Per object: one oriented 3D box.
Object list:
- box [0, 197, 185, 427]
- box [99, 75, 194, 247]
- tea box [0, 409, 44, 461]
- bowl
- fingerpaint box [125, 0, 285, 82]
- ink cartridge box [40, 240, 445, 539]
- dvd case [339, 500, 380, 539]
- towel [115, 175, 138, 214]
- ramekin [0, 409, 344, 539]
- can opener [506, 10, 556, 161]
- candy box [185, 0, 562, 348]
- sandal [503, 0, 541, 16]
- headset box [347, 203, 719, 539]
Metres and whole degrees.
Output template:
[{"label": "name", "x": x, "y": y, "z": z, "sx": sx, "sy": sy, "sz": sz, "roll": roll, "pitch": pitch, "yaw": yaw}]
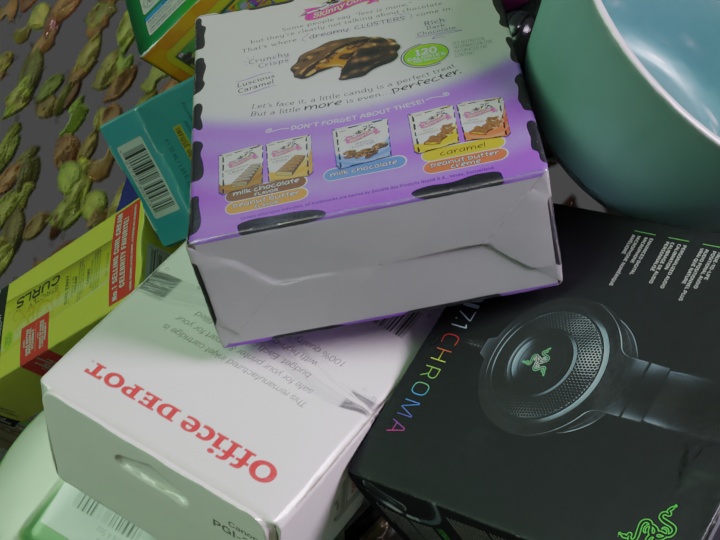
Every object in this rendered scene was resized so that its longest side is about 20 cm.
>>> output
[{"label": "box", "x": -0.180, "y": 0.029, "z": 0.976, "sx": 0.200, "sy": 0.050, "sz": 0.076, "roll": -27, "pitch": 51, "yaw": 38}, {"label": "box", "x": -0.053, "y": -0.097, "z": 0.933, "sx": 0.200, "sy": 0.082, "sz": 0.049, "roll": -35, "pitch": 11, "yaw": -35}, {"label": "tea box", "x": -0.336, "y": 0.128, "z": 1.134, "sx": 0.197, "sy": 0.200, "sz": 0.134, "roll": 32, "pitch": 90, "yaw": 50}, {"label": "bowl", "x": 0.162, "y": -0.096, "z": 0.777, "sx": 0.105, "sy": 0.200, "sz": 0.201, "roll": -48, "pitch": 36, "yaw": 44}, {"label": "fingerpaint box", "x": -0.028, "y": -0.190, "z": 1.037, "sx": 0.200, "sy": 0.167, "sz": 0.073, "roll": -41, "pitch": 44, "yaw": 22}, {"label": "ink cartridge box", "x": -0.046, "y": 0.052, "z": 0.796, "sx": 0.146, "sy": 0.083, "sz": 0.200, "roll": 28, "pitch": 51, "yaw": 20}, {"label": "dvd case", "x": -0.086, "y": 0.151, "z": 0.930, "sx": 0.200, "sy": 0.025, "sz": 0.150, "roll": -45, "pitch": 53, "yaw": -4}, {"label": "towel", "x": -0.110, "y": -0.013, "z": 0.999, "sx": 0.147, "sy": 0.049, "sz": 0.201, "roll": -8, "pitch": 64, "yaw": 46}, {"label": "ramekin", "x": -0.118, "y": 0.151, "z": 0.867, "sx": 0.199, "sy": 0.098, "sz": 0.201, "roll": -12, "pitch": 58, "yaw": 19}, {"label": "can opener", "x": 0.070, "y": -0.060, "z": 0.923, "sx": 0.078, "sy": 0.063, "sz": 0.201, "roll": 26, "pitch": 89, "yaw": 35}, {"label": "candy box", "x": 0.003, "y": -0.066, "z": 0.782, "sx": 0.167, "sy": 0.072, "sz": 0.200, "roll": -11, "pitch": 40, "yaw": 5}, {"label": "sandal", "x": 0.082, "y": -0.149, "z": 0.986, "sx": 0.200, "sy": 0.048, "sz": 0.076, "roll": -31, "pitch": 46, "yaw": 30}, {"label": "headset box", "x": 0.127, "y": 0.073, "z": 0.717, "sx": 0.200, "sy": 0.093, "sz": 0.174, "roll": 15, "pitch": 63, "yaw": 43}]
